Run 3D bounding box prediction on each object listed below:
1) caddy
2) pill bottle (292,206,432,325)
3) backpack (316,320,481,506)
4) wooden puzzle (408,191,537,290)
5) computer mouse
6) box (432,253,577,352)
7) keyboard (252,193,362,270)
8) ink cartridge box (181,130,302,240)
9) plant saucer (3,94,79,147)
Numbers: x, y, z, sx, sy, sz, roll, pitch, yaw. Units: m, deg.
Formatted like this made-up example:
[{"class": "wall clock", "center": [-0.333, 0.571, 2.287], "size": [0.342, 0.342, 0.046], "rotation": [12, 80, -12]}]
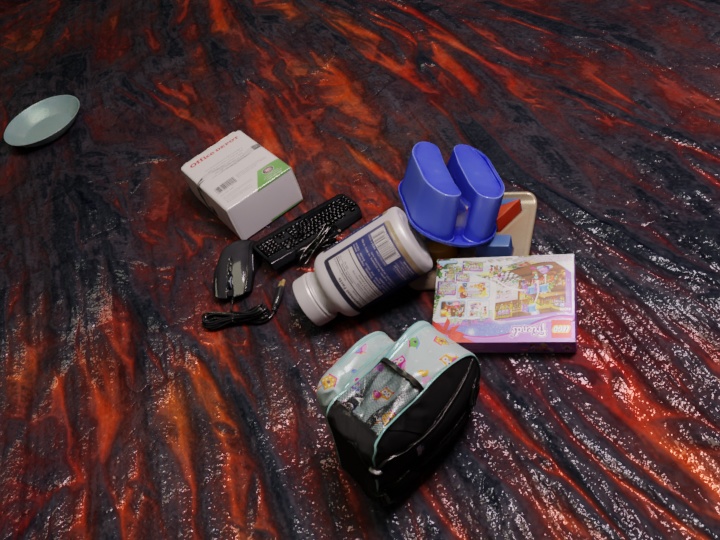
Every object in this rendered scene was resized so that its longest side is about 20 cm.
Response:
[{"class": "caddy", "center": [0.137, -0.114, 1.135], "size": [0.141, 0.105, 0.200], "rotation": [1, 38, -13]}, {"class": "pill bottle", "center": [0.000, 0.000, 1.114], "size": [0.200, 0.111, 0.111], "rotation": [-32, 43, 14]}, {"class": "backpack", "center": [0.052, 0.163, 0.913], "size": [0.200, 0.176, 0.153], "rotation": [-35, 50, -19]}, {"class": "wooden puzzle", "center": [0.177, -0.057, 1.165], "size": [0.185, 0.046, 0.200], "rotation": [1, 49, 21]}, {"class": "computer mouse", "center": [-0.191, 0.008, 1.240], "size": [0.140, 0.046, 0.200], "rotation": [-5, 47, 18]}, {"class": "box", "center": [0.204, 0.048, 1.043], "size": [0.199, 0.039, 0.137], "rotation": [-2, 60, 19]}, {"class": "keyboard", "center": [-0.084, -0.075, 1.265], "size": [0.200, 0.040, 0.104], "rotation": [-34, 52, -21]}, {"class": "ink cartridge box", "center": [-0.227, -0.166, 1.391], "size": [0.146, 0.084, 0.200], "rotation": [-36, 46, -15]}, {"class": "plant saucer", "center": [-0.780, -0.360, 1.815], "size": [0.200, 0.039, 0.201], "rotation": [-10, 46, 11]}]
